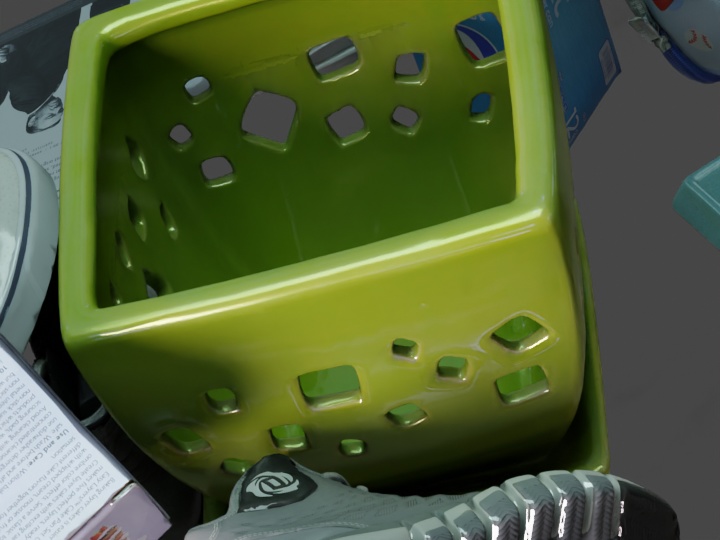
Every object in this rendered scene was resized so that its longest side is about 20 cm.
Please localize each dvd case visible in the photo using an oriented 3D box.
[{"bbox_3d":[-0.166,-0.058,1.424,0.150,0.025,0.200,-22,35,15],"label":"dvd case"}]

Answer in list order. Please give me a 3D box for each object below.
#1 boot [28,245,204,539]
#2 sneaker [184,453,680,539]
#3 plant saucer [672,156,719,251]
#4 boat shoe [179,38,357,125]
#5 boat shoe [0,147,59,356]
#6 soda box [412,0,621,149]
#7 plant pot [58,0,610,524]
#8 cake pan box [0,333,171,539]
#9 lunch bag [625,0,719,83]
[{"bbox_3d":[-0.109,0.029,1.254,0.067,0.131,0.200,-22,41,0],"label":"boot"},{"bbox_3d":[0.020,0.097,1.116,0.199,0.075,0.115,-1,18,-39],"label":"sneaker"},{"bbox_3d":[0.233,-0.068,1.292,0.199,0.019,0.070,-32,42,-10],"label":"plant saucer"},{"bbox_3d":[-0.016,-0.116,1.416,0.199,0.065,0.074,-29,31,27],"label":"boat shoe"},{"bbox_3d":[-0.182,0.031,1.160,0.071,0.070,0.201,-4,57,48],"label":"boat shoe"},{"bbox_3d":[0.052,-0.145,1.314,0.068,0.201,0.064,11,51,32],"label":"soda box"},{"bbox_3d":[0.000,0.000,1.198,0.198,0.182,0.201,-13,41,10],"label":"plant pot"},{"bbox_3d":[-0.198,0.094,1.070,0.200,0.052,0.184,-45,60,-8],"label":"cake pan box"},{"bbox_3d":[0.182,-0.183,1.338,0.075,0.161,0.200,-1,42,51],"label":"lunch bag"}]
